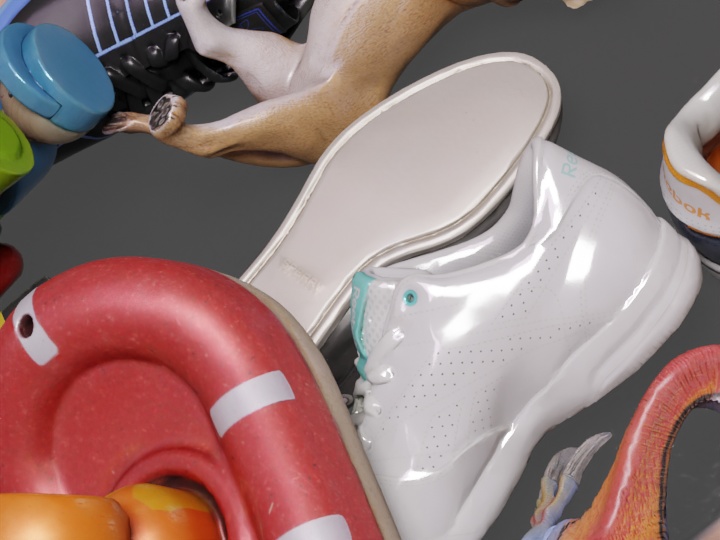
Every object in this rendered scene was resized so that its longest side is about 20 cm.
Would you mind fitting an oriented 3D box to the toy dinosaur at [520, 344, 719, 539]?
[{"bbox_3d":[0.086,0.117,0.668,0.105,0.200,0.182,17,110,13],"label":"toy dinosaur"}]

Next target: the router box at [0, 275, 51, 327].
[{"bbox_3d":[-0.124,0.127,0.807,0.157,0.052,0.200,-39,60,7],"label":"router box"}]

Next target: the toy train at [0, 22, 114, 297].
[{"bbox_3d":[-0.162,-0.015,0.765,0.085,0.200,0.116,45,117,-7],"label":"toy train"}]

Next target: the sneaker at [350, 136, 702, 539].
[{"bbox_3d":[0.021,0.042,0.740,0.200,0.088,0.075,-49,16,2],"label":"sneaker"}]

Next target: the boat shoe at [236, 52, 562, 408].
[{"bbox_3d":[0.000,0.000,0.805,0.200,0.057,0.067,-45,65,-4],"label":"boat shoe"}]

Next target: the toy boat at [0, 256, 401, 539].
[{"bbox_3d":[-0.071,0.088,0.682,0.130,0.131,0.200,-39,60,26],"label":"toy boat"}]

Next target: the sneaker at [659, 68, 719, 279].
[{"bbox_3d":[0.192,-0.066,0.725,0.200,0.079,0.079,-34,60,8],"label":"sneaker"}]

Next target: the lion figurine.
[{"bbox_3d":[0.005,-0.097,0.819,0.200,0.122,0.073,-41,46,24],"label":"lion figurine"}]

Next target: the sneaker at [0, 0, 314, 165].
[{"bbox_3d":[-0.079,-0.099,0.863,0.200,0.070,0.078,-44,52,2],"label":"sneaker"}]
